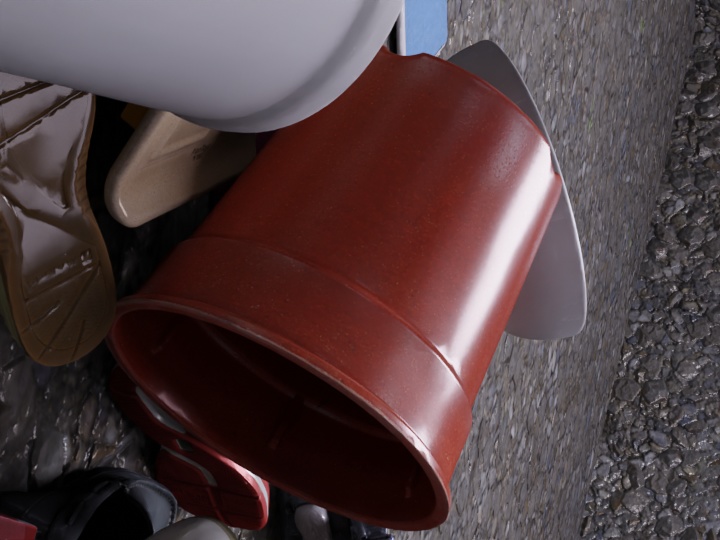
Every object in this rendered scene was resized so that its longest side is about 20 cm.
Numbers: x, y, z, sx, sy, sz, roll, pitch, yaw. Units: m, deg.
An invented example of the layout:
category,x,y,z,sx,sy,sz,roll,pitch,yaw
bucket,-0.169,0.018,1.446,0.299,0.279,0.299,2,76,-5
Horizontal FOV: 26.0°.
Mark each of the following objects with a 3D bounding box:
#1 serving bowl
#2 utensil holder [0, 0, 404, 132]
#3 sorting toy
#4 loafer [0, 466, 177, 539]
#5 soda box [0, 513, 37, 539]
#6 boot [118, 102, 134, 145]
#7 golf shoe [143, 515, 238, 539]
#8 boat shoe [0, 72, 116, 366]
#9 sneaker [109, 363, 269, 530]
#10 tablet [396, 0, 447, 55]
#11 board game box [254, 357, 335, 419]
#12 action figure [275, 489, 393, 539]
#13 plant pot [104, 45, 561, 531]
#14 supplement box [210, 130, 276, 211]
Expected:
category,x,y,z,sx,sy,sz,roll,pitch,yaw
serving bowl,0.079,-0.044,1.009,0.200,0.066,0.200,162,-90,-84
utensil holder,-0.102,-0.148,0.584,0.200,0.170,0.170,6,93,-51
sorting toy,-0.049,-0.126,0.770,0.200,0.036,0.185,-59,173,20
loafer,-0.141,0.145,0.843,0.201,0.070,0.068,13,86,-73
soda box,-0.206,0.197,0.672,0.070,0.063,0.200,50,52,-67
boot,-0.099,-0.145,0.850,0.198,0.073,0.163,14,91,-71
golf shoe,-0.136,0.198,0.752,0.200,0.073,0.092,-46,161,3
boat shoe,-0.163,-0.051,0.715,0.073,0.063,0.200,-23,124,-34
sneaker,-0.085,0.075,0.983,0.200,0.078,0.116,77,29,-53
tablet,0.052,-0.268,1.359,0.130,0.014,0.200,-56,149,-54
board game box,-0.003,0.045,1.005,0.152,0.046,0.200,-55,169,-15
action figure,-0.029,0.224,1.198,0.200,0.104,0.194,-161,-106,-82
plant pot,0.000,0.000,0.823,0.195,0.201,0.201,-60,155,-24
supplement box,-0.012,-0.079,1.081,0.200,0.110,0.086,-20,116,-71
